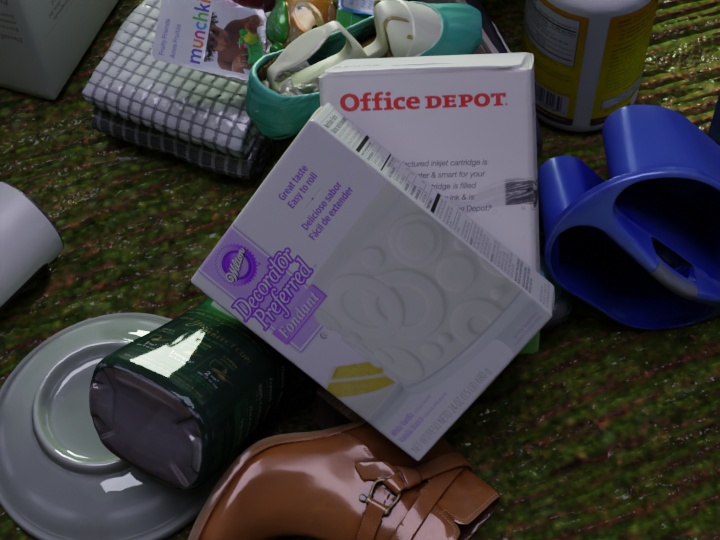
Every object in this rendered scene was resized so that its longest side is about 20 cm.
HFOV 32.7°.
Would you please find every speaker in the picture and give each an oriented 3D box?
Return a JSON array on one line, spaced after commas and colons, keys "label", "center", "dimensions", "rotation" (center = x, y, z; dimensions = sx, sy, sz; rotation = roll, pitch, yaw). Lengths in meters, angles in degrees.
[{"label": "speaker", "center": [-0.331, 0.024, 0.964], "dimensions": [0.081, 0.081, 0.200], "rotation": [30, 63, 20]}]

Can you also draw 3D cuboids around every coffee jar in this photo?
[{"label": "coffee jar", "center": [-0.094, 0.067, 0.881], "dimensions": [0.104, 0.086, 0.200], "rotation": [24, 34, 22]}]

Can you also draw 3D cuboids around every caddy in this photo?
[{"label": "caddy", "center": [0.219, -0.027, 0.908], "dimensions": [0.141, 0.199, 0.106], "rotation": [-37, 43, 30]}]

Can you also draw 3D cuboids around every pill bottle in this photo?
[{"label": "pill bottle", "center": [0.190, -0.217, 1.019], "dimensions": [0.108, 0.201, 0.110], "rotation": [-1, 57, 2]}]

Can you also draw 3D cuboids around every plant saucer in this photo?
[{"label": "plant saucer", "center": [-0.188, 0.109, 0.919], "dimensions": [0.198, 0.050, 0.202], "rotation": [-1, 58, 2]}]

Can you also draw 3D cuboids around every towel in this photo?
[{"label": "towel", "center": [-0.127, -0.186, 1.088], "dimensions": [0.164, 0.086, 0.201], "rotation": [19, 62, 16]}]

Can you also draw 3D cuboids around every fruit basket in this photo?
[{"label": "fruit basket", "center": [-0.056, -0.234, 0.997], "dimensions": [0.198, 0.094, 0.187], "rotation": [14, 68, -15]}]

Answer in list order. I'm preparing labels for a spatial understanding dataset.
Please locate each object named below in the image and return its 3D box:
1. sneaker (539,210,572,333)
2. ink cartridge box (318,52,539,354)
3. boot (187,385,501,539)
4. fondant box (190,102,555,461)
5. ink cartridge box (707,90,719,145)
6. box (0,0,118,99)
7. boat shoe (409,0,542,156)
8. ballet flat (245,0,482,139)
[{"label": "sneaker", "center": [0.109, -0.043, 0.974], "dimensions": [0.079, 0.096, 0.201], "rotation": [-19, 58, -5]}, {"label": "ink cartridge box", "center": [0.053, -0.048, 0.867], "dimensions": [0.144, 0.202, 0.084], "rotation": [0, 17, 11]}, {"label": "boot", "center": [-0.012, 0.174, 0.858], "dimensions": [0.154, 0.074, 0.200], "rotation": [39, 69, 20]}, {"label": "fondant box", "center": [0.009, 0.009, 0.818], "dimensions": [0.200, 0.145, 0.058], "rotation": [39, 22, -3]}, {"label": "ink cartridge box", "center": [0.343, -0.105, 0.939], "dimensions": [0.076, 0.201, 0.137], "rotation": [-33, 61, -17]}, {"label": "box", "center": [-0.335, -0.301, 1.117], "dimensions": [0.198, 0.172, 0.200], "rotation": [15, 59, 13]}, {"label": "boat shoe", "center": [0.112, -0.185, 1.051], "dimensions": [0.062, 0.073, 0.201], "rotation": [-28, 90, -34]}, {"label": "ballet flat", "center": [0.004, -0.163, 0.920], "dimensions": [0.199, 0.071, 0.068], "rotation": [-25, 60, -5]}]
